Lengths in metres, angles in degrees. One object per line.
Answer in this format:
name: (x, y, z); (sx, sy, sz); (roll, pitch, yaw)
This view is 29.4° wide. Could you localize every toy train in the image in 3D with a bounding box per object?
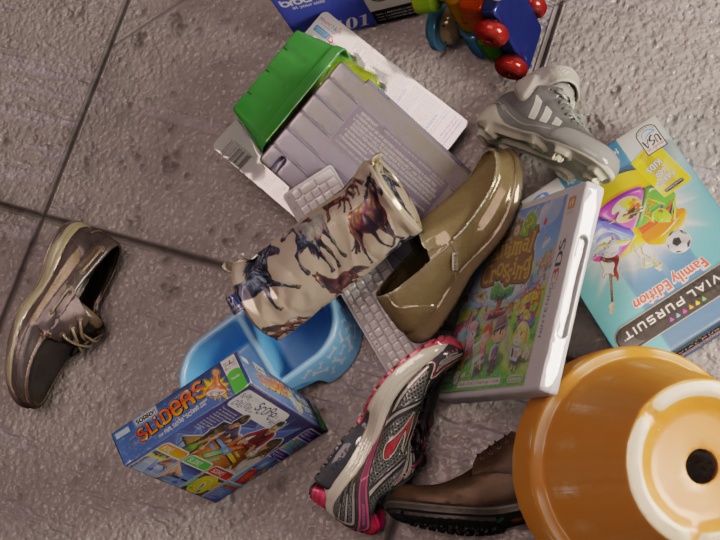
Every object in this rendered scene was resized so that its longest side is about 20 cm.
toy train: (0.098, -0.264, 1.314); (0.114, 0.200, 0.086); (12, 76, 26)

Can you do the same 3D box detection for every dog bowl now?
dog bowl: (-0.093, 0.082, 1.343); (0.199, 0.050, 0.112); (-36, 65, 4)

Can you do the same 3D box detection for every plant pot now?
plant pot: (0.238, 0.156, 1.093); (0.197, 0.183, 0.204); (1, 81, -8)

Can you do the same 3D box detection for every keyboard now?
keyboard: (0.000, 0.000, 1.309); (0.056, 0.011, 0.202); (-30, 95, 10)

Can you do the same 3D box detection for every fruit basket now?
fruit basket: (-0.021, -0.135, 1.385); (0.199, 0.094, 0.186); (39, 87, 10)

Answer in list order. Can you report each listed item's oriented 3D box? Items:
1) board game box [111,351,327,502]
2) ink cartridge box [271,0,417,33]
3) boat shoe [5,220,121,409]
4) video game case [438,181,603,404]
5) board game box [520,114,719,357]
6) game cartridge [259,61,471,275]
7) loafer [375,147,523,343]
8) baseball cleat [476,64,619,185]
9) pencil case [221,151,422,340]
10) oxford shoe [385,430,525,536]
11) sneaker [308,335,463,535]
board game box: (-0.122, 0.148, 1.248); (0.134, 0.200, 0.035); (-33, 65, 5)
ink cartridge box: (0.013, -0.295, 1.409); (0.197, 0.094, 0.045); (-10, 67, 16)
boat shoe: (-0.304, 0.047, 1.414); (0.072, 0.074, 0.203); (12, 78, 22)
video game case: (0.139, 0.025, 1.221); (0.022, 0.200, 0.185); (20, 76, -18)
board game box: (0.262, -0.019, 1.257); (0.150, 0.047, 0.202); (-33, 65, 6)
game cartridge: (0.017, -0.090, 1.323); (0.200, 0.038, 0.130); (42, 89, -3)
loafer: (0.082, -0.030, 1.267); (0.067, 0.076, 0.202); (29, 91, -20)
baseball cleat: (0.185, -0.143, 1.279); (0.107, 0.070, 0.199); (-51, 37, -7)
pencil case: (-0.034, -0.022, 1.262); (0.199, 0.078, 0.090); (-37, 108, 19)
oxford shoe: (0.119, 0.191, 1.226); (0.196, 0.073, 0.086); (-6, 67, 4)
sneaker: (0.036, 0.148, 1.264); (0.074, 0.081, 0.201); (35, 99, 14)
